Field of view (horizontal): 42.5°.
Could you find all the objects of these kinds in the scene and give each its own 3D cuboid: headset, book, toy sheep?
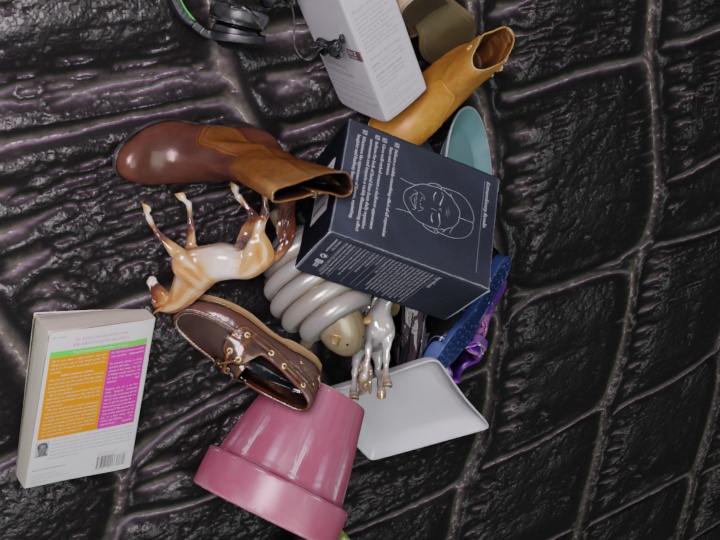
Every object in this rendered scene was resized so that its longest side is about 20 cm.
[{"bbox_3d":[-0.107,-0.280,0.958,0.199,0.094,0.124,29,93,-33],"label":"headset"},{"bbox_3d":[-0.311,0.144,1.052,0.133,0.048,0.202,-2,115,-41],"label":"book"},{"bbox_3d":[-0.058,0.015,1.113,0.137,0.201,0.138,-35,172,-6],"label":"toy sheep"}]

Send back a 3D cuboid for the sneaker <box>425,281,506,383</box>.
[{"bbox_3d":[0.162,0.089,1.375,0.201,0.088,0.080,-52,132,-6],"label":"sneaker"}]

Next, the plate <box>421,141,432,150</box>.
[{"bbox_3d":[0.059,-0.084,1.191,0.199,0.025,0.202,-7,99,-49],"label":"plate"}]

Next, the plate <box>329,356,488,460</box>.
[{"bbox_3d":[0.058,0.194,1.323,0.198,0.033,0.200,-19,136,20],"label":"plate"}]

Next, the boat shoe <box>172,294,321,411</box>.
[{"bbox_3d":[-0.134,0.099,1.097,0.199,0.071,0.071,28,130,-13],"label":"boat shoe"}]

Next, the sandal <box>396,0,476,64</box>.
[{"bbox_3d":[0.081,-0.316,1.106,0.077,0.070,0.211,-30,166,15],"label":"sandal"}]

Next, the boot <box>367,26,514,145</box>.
[{"bbox_3d":[0.093,-0.213,1.104,0.071,0.144,0.201,46,63,-10],"label":"boot"}]

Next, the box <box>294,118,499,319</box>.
[{"bbox_3d":[0.044,-0.055,1.051,0.198,0.107,0.150,19,61,-18],"label":"box"}]

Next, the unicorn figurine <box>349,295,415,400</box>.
[{"bbox_3d":[0.024,0.084,1.168,0.073,0.200,0.139,15,65,-24],"label":"unicorn figurine"}]

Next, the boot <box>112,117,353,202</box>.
[{"bbox_3d":[-0.136,-0.098,0.956,0.187,0.200,0.069,-5,116,-37],"label":"boot"}]

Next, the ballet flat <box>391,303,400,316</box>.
[{"bbox_3d":[0.000,0.000,1.202,0.073,0.067,0.201,-63,145,-45],"label":"ballet flat"}]

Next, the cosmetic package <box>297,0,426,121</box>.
[{"bbox_3d":[-0.006,-0.276,1.038,0.074,0.101,0.201,-41,131,-16],"label":"cosmetic package"}]

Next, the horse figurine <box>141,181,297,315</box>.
[{"bbox_3d":[-0.157,-0.030,1.048,0.198,0.050,0.134,-14,103,-6],"label":"horse figurine"}]

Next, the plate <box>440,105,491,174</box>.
[{"bbox_3d":[0.136,-0.118,1.240,0.200,0.025,0.202,2,90,-65],"label":"plate"}]

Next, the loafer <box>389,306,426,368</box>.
[{"bbox_3d":[0.060,0.069,1.304,0.062,0.072,0.202,8,108,-21],"label":"loafer"}]

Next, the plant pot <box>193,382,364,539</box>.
[{"bbox_3d":[-0.087,0.235,1.191,0.200,0.199,0.180,41,69,-44],"label":"plant pot"}]

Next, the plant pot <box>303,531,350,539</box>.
[{"bbox_3d":[-0.072,0.496,1.349,0.189,0.200,0.200,-37,132,-2],"label":"plant pot"}]

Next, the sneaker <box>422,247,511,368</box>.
[{"bbox_3d":[0.135,0.048,1.327,0.201,0.078,0.070,-55,150,-12],"label":"sneaker"}]
